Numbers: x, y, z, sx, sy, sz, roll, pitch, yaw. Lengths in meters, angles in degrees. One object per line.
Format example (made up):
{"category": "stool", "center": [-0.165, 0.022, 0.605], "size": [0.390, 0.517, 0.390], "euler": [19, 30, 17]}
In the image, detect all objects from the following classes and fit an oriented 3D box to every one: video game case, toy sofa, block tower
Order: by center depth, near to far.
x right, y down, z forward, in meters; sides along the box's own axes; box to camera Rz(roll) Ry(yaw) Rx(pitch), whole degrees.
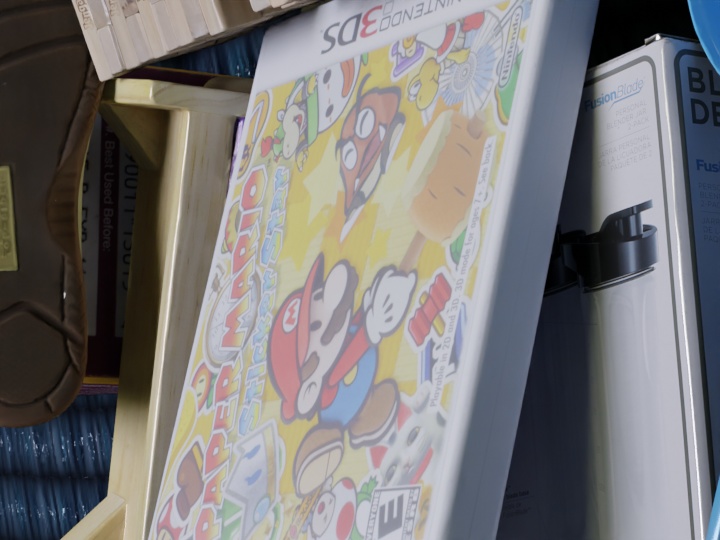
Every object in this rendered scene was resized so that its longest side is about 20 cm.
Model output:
{"category": "video game case", "center": [0.000, 0.000, 0.750], "size": [0.182, 0.023, 0.201], "euler": [-13, 62, 58]}
{"category": "block tower", "center": [-0.027, -0.113, 0.795], "size": [0.200, 0.058, 0.054], "euler": [-13, 97, 55]}
{"category": "toy sofa", "center": [-0.056, 0.027, 0.898], "size": [0.083, 0.097, 0.201], "euler": [-169, 84, -66]}

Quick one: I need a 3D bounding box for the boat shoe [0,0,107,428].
{"category": "boat shoe", "center": [-0.135, -0.043, 0.893], "size": [0.076, 0.071, 0.201], "euler": [175, 99, -76]}

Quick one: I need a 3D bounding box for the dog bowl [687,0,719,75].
{"category": "dog bowl", "center": [0.159, -0.071, 0.613], "size": [0.200, 0.049, 0.112], "euler": [51, 129, 49]}

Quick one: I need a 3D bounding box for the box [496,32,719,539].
{"category": "box", "center": [0.085, 0.043, 0.709], "size": [0.117, 0.060, 0.201], "euler": [-23, 67, 56]}

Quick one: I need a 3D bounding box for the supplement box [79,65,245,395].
{"category": "supplement box", "center": [-0.133, -0.013, 1.033], "size": [0.200, 0.103, 0.132], "euler": [-9, 79, 58]}

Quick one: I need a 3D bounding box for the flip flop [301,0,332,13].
{"category": "flip flop", "center": [-0.014, -0.148, 0.858], "size": [0.200, 0.057, 0.081], "euler": [94, 161, -54]}

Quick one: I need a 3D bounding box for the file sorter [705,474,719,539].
{"category": "file sorter", "center": [0.176, 0.084, 0.484], "size": [0.200, 0.138, 0.123], "euler": [19, 100, 58]}
